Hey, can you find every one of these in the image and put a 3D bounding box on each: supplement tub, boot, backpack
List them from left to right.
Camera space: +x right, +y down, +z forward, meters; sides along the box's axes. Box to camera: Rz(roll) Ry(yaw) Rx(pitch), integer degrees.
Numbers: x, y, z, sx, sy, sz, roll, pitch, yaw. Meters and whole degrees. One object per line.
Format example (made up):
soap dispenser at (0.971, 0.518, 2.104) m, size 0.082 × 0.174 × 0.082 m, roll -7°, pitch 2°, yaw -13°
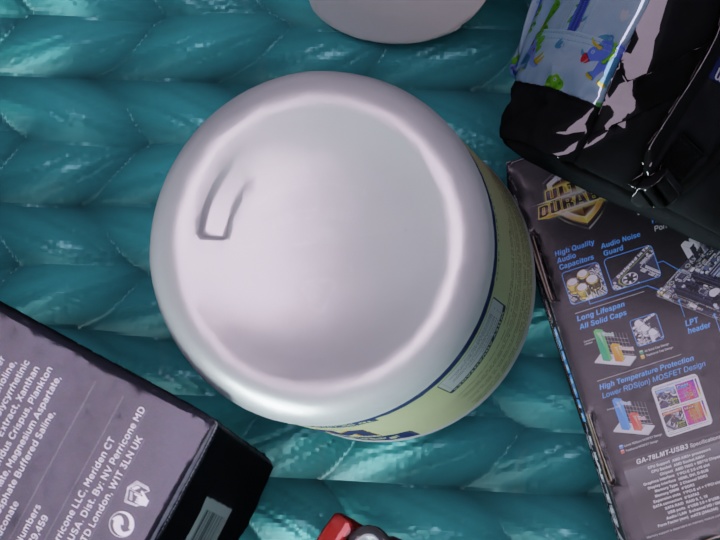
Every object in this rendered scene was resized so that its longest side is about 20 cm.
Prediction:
supplement tub at (0.000, 0.000, 1.106) m, size 0.144 × 0.200 × 0.146 m, roll -1°, pitch 83°, yaw 12°
boot at (0.048, -0.177, 1.161) m, size 0.073 × 0.200 × 0.091 m, roll 29°, pitch 61°, yaw -21°
backpack at (0.154, -0.124, 1.099) m, size 0.163 × 0.154 × 0.201 m, roll 20°, pitch 101°, yaw -31°

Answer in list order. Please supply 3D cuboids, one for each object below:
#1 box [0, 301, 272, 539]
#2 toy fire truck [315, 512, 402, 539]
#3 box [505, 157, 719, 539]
box at (-0.159, 0.081, 1.115) m, size 0.199 × 0.197 × 0.118 m, roll 27°, pitch 84°, yaw 8°
toy fire truck at (0.032, 0.218, 1.141) m, size 0.200 × 0.049 × 0.141 m, roll 33°, pitch 87°, yaw 19°
box at (0.188, 0.016, 1.163) m, size 0.199 × 0.050 × 0.199 m, roll -18°, pitch 72°, yaw 1°
